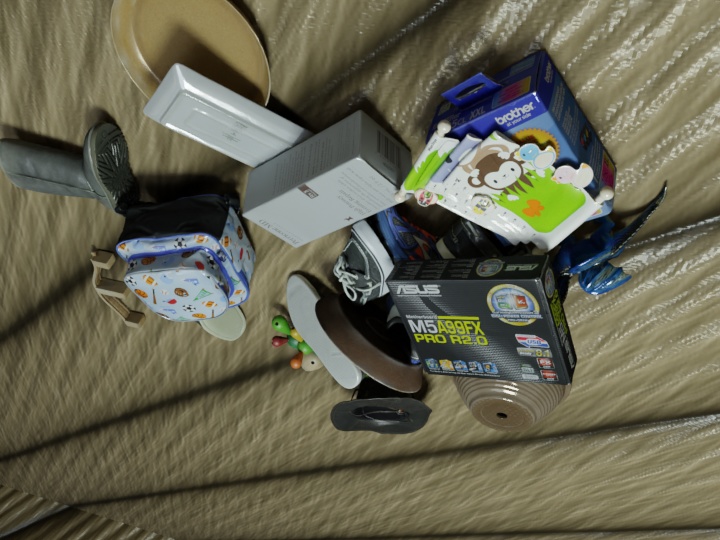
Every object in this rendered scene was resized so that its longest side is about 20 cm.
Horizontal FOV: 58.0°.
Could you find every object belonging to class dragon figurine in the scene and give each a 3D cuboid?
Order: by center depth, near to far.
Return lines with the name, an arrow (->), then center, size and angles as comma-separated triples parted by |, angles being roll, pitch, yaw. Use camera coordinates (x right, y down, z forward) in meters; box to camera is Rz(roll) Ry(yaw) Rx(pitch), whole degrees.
dragon figurine -> 0.272, -0.013, 0.751 | 0.198, 0.100, 0.059 | -28, 122, 34

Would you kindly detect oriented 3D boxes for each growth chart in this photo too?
growth chart -> 0.146, -0.085, 0.680 | 0.197, 0.018, 0.145 | 23, 143, -2

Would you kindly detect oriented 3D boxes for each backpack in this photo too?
backpack -> -0.246, -0.011, 0.968 | 0.196, 0.157, 0.191 | -1, 153, 18

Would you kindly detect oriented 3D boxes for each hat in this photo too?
hat -> 0.035, 0.230, 1.166 | 0.196, 0.082, 0.202 | -1, 150, 0

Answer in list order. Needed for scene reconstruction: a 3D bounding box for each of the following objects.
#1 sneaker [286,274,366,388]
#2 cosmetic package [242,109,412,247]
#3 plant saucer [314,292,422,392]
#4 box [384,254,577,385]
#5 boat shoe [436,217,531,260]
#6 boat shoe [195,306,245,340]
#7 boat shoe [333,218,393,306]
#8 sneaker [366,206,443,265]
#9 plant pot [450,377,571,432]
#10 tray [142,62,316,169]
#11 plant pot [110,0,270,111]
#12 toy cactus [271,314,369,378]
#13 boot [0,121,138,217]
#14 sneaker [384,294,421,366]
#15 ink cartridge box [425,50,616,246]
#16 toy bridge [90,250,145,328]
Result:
sneaker -> -0.039, 0.086, 1.044 | 0.071, 0.099, 0.201 | -44, 75, 36
cosmetic package -> -0.043, -0.105, 0.795 | 0.198, 0.075, 0.101 | -22, 142, 37
plant saucer -> 0.021, 0.097, 0.963 | 0.199, 0.201, 0.035 | 34, 107, -16
box -> 0.145, 0.060, 0.784 | 0.197, 0.044, 0.162 | -1, 128, 35
boat shoe -> 0.192, -0.004, 0.824 | 0.198, 0.072, 0.068 | 29, 110, -22
boat shoe -> -0.279, 0.051, 1.138 | 0.200, 0.072, 0.067 | 43, 174, -35
boat shoe -> -0.002, -0.002, 0.877 | 0.074, 0.068, 0.200 | 54, 171, 14
sneaker -> 0.074, -0.029, 0.865 | 0.201, 0.078, 0.075 | 54, 174, -19
plant pot -> 0.230, 0.190, 1.027 | 0.197, 0.094, 0.203 | 13, 143, 10
tray -> -0.154, -0.169, 0.788 | 0.198, 0.023, 0.107 | 22, 146, -31
plant pot -> -0.192, -0.251, 0.753 | 0.196, 0.028, 0.202 | 13, 141, 11
toy cactus -> -0.071, 0.149, 1.133 | 0.197, 0.104, 0.165 | 18, 153, -10
boot -> -0.435, -0.163, 0.948 | 0.197, 0.073, 0.183 | 22, 141, 10
sneaker -> 0.119, 0.094, 0.931 | 0.196, 0.116, 0.082 | 9, 121, 14
ink cartridge box -> 0.163, -0.133, 0.690 | 0.135, 0.077, 0.200 | -19, 126, 40
toy bridge -> -0.465, 0.033, 1.218 | 0.066, 0.027, 0.202 | 11, 141, 14
